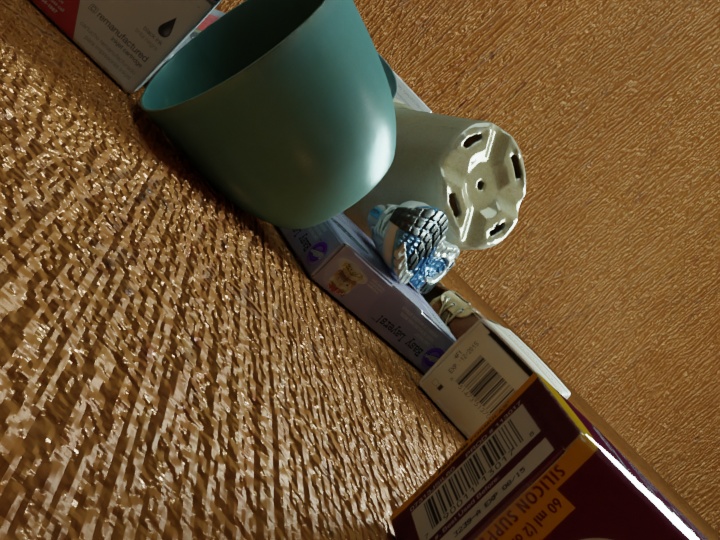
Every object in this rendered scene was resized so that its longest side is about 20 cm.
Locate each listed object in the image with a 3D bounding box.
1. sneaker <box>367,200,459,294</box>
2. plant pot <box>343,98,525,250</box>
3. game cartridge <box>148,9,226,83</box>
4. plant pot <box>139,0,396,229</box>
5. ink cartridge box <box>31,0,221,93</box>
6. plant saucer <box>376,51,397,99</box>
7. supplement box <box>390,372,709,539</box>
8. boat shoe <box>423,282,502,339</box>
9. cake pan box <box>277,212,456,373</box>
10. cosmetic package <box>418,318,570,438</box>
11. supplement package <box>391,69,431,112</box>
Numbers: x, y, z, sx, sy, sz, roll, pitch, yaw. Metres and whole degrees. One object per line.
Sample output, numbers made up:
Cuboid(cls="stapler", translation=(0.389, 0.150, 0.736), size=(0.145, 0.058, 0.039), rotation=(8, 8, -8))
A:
Cuboid(cls="sneaker", translation=(0.037, -0.034, 1.115), size=(0.087, 0.075, 0.200), rotation=(40, -4, 15))
Cuboid(cls="plant pot", translation=(0.073, -0.094, 1.264), size=(0.183, 0.202, 0.200), rotation=(8, -26, 49))
Cuboid(cls="game cartridge", translation=(-0.161, -0.221, 1.235), size=(0.199, 0.041, 0.134), rotation=(4, 67, -59))
Cuboid(cls="plant pot", translation=(-0.062, -0.134, 0.988), size=(0.161, 0.200, 0.201), rotation=(56, 0, -26))
Cuboid(cls="ink cartridge box", translation=(-0.188, -0.283, 1.029), size=(0.144, 0.200, 0.084), rotation=(43, 6, -13))
Cuboid(cls="plant saucer", translation=(-0.057, -0.219, 1.255), size=(0.198, 0.028, 0.201), rotation=(15, 38, -12))
Cuboid(cls="supplement box", translation=(0.124, 0.164, 0.570), size=(0.200, 0.110, 0.086), rotation=(44, 6, -14))
Cuboid(cls="boat shoe", translation=(0.108, 0.065, 1.380), size=(0.072, 0.076, 0.200), rotation=(37, 0, -29))
Cuboid(cls="cake pan box", translation=(0.000, 0.000, 1.143), size=(0.200, 0.052, 0.184), rotation=(41, 9, -37))
Cuboid(cls="cosmetic package", translation=(0.135, 0.114, 1.108), size=(0.103, 0.087, 0.200), rotation=(45, 5, 13))
Cuboid(cls="supplement package", translation=(-0.023, -0.190, 1.546), size=(0.121, 0.200, 0.120), rotation=(42, 6, -19))
